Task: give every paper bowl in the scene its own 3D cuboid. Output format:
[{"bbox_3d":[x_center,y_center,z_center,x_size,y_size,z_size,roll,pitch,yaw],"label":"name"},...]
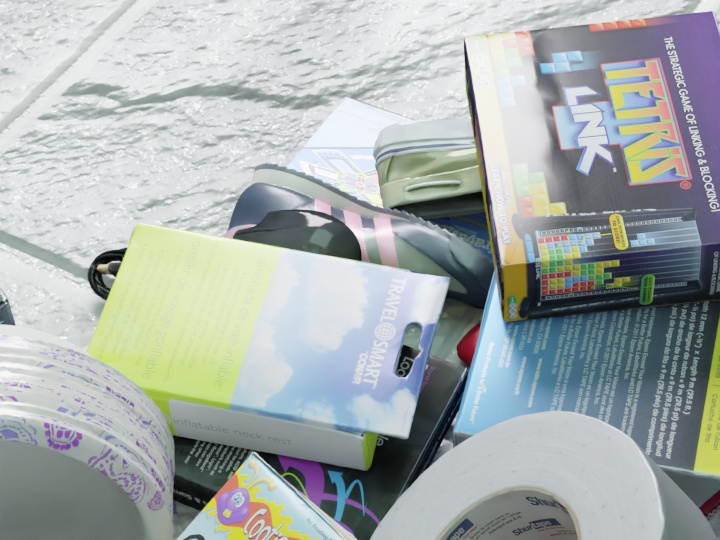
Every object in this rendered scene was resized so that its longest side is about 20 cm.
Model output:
[{"bbox_3d":[-0.202,0.109,0.997,0.199,0.201,0.105,-4,47,2],"label":"paper bowl"}]

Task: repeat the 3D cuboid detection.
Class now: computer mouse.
[{"bbox_3d":[-0.093,-0.003,1.165,0.199,0.059,0.034,-8,2,23],"label":"computer mouse"}]

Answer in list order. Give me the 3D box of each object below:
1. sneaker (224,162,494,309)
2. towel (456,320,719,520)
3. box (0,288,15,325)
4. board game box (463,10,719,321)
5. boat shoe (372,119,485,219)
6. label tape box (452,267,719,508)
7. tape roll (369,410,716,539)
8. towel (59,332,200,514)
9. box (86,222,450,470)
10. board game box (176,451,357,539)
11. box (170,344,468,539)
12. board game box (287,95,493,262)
[{"bbox_3d":[0.000,0.000,1.180,0.199,0.070,0.082,20,70,25],"label":"sneaker"},{"bbox_3d":[0.173,0.066,1.121,0.144,0.023,0.200,-34,53,-22],"label":"towel"},{"bbox_3d":[-0.339,0.014,1.200,0.157,0.051,0.200,-27,50,-20],"label":"box"},{"bbox_3d":[0.155,-0.068,1.105,0.164,0.057,0.201,-7,49,1],"label":"board game box"},{"bbox_3d":[0.108,-0.065,1.203,0.199,0.072,0.062,-3,72,6],"label":"boat shoe"},{"bbox_3d":[0.166,0.071,1.064,0.199,0.066,0.144,10,52,11],"label":"label tape box"},{"bbox_3d":[0.087,0.174,0.936,0.200,0.066,0.201,-29,36,25],"label":"tape roll"},{"bbox_3d":[-0.122,0.090,1.128,0.199,0.024,0.147,-5,48,1],"label":"towel"},{"bbox_3d":[-0.055,0.045,1.070,0.199,0.048,0.122,10,55,10],"label":"box"},{"bbox_3d":[-0.067,0.212,0.897,0.200,0.105,0.103,-48,44,-5],"label":"board game box"},{"bbox_3d":[-0.052,0.088,1.089,0.199,0.036,0.143,19,56,18],"label":"box"},{"bbox_3d":[0.050,-0.055,1.246,0.199,0.020,0.103,21,51,23],"label":"board game box"}]
